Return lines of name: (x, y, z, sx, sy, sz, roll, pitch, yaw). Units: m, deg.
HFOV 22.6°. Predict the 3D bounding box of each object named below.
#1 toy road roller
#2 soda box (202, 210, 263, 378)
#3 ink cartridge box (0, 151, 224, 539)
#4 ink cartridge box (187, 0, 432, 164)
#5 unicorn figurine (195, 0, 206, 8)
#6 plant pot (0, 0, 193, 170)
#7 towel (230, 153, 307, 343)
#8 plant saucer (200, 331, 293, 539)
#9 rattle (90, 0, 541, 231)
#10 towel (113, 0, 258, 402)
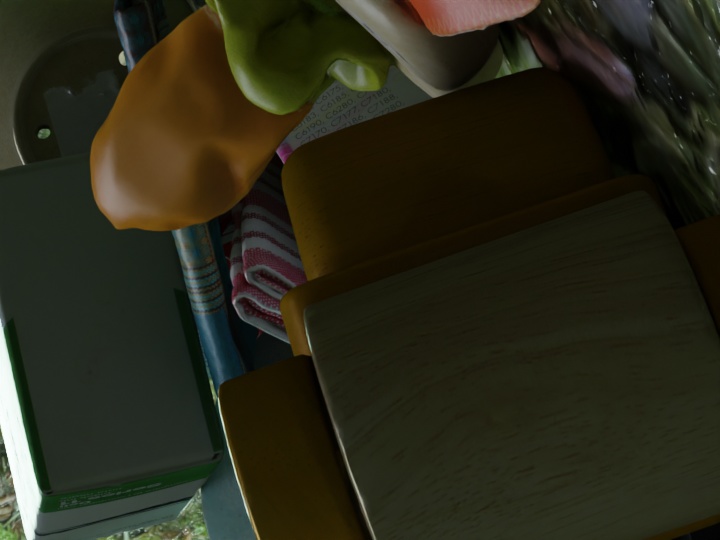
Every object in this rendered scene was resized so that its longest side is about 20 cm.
toy road roller: (0.031, 0.011, 0.453, 0.200, 0.123, 0.146, 67, -176, -72)
soda box: (-0.061, -0.003, 1.001, 0.200, 0.063, 0.070, -65, -49, -75)
ink cartridge box: (-0.129, 0.045, 0.846, 0.200, 0.083, 0.147, 124, 132, -70)
ink cartridge box: (0.012, -0.039, 0.710, 0.200, 0.068, 0.115, 58, -179, 41)
unicorn figurine: (-0.085, -0.178, 1.003, 0.200, 0.074, 0.137, 55, -172, 1)
plant pot: (-0.146, -0.083, 0.968, 0.188, 0.187, 0.200, 61, 171, -13)
towel: (0.000, 0.000, 0.806, 0.146, 0.030, 0.200, 34, -160, -20)
plant saucer: (0.024, 0.101, 0.868, 0.201, 0.201, 0.039, 60, 155, 3)
rattle: (-0.029, -0.062, 0.523, 0.130, 0.143, 0.200, 59, 179, -25)
towel: (-0.072, -0.032, 0.784, 0.147, 0.022, 0.200, -111, 7, -70)
